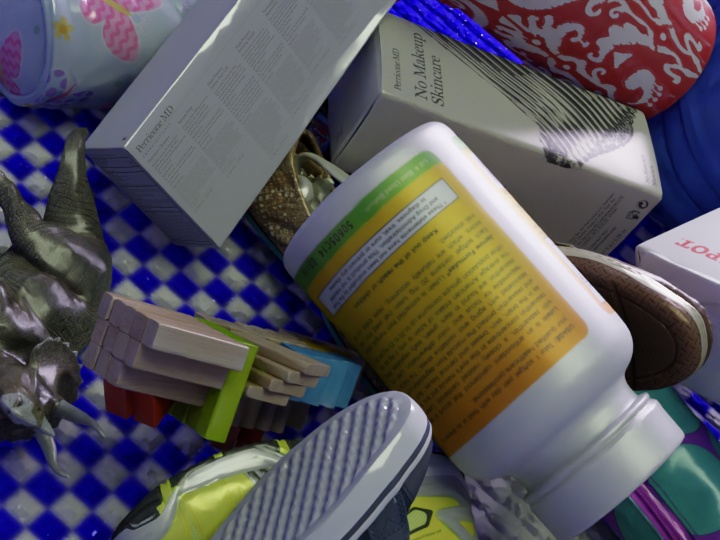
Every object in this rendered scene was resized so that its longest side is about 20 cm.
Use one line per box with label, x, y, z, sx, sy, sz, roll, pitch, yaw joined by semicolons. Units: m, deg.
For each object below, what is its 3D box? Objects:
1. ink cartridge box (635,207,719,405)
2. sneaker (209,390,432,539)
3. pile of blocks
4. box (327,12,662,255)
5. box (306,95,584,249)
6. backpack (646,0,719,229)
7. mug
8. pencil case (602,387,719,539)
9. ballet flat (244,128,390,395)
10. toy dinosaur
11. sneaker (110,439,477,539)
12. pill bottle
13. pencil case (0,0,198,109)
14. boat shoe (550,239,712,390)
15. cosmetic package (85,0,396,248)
ink cartridge box;0.278;0.010;0.848;0.200;0.084;0.145;-23;31;-28
sneaker;-0.030;0.144;0.629;0.079;0.200;0.078;46;-7;-21
pile of blocks;-0.053;0.061;0.705;0.082;0.062;0.200;21;3;31
box;0.082;-0.081;0.910;0.200;0.068;0.082;17;46;-23
box;0.069;-0.062;0.966;0.200;0.038;0.137;40;41;2
backpack;0.257;-0.095;1.029;0.162;0.168;0.200;27;43;-29
mug;0.111;-0.185;0.946;0.200;0.177;0.134;35;57;-36
pencil case;0.186;0.143;0.830;0.200;0.085;0.092;50;22;14
ballet flat;0.000;0.000;0.832;0.200;0.065;0.070;52;19;13
toy dinosaur;-0.163;0.012;0.721;0.102;0.077;0.200;38;35;-19
sneaker;-0.020;0.129;0.701;0.200;0.075;0.076;1;52;-33
pill bottle;0.064;0.033;0.744;0.200;0.111;0.111;49;42;7
pencil case;-0.119;-0.142;0.867;0.200;0.083;0.091;-10;74;-40
boat shoe;0.115;0.011;0.832;0.202;0.075;0.075;16;28;41
cosmetic package;-0.062;-0.115;0.827;0.083;0.051;0.200;50;63;-33
